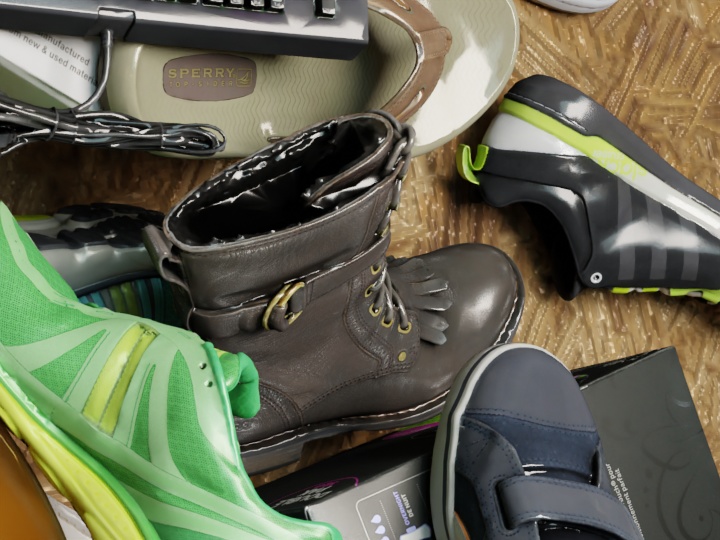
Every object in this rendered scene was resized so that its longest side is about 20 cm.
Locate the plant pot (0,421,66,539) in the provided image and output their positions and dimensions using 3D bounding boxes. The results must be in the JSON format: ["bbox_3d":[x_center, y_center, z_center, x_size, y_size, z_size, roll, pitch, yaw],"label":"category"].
[{"bbox_3d":[-0.218,0.121,0.646,0.201,0.183,0.201,50,15,-19],"label":"plant pot"}]

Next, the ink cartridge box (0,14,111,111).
[{"bbox_3d":[-0.139,-0.166,0.780,0.084,0.144,0.202,31,71,-49],"label":"ink cartridge box"}]

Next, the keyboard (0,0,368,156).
[{"bbox_3d":[-0.087,-0.097,0.701,0.198,0.021,0.128,2,85,-26],"label":"keyboard"}]

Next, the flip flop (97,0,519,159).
[{"bbox_3d":[-0.009,-0.080,0.776,0.199,0.057,0.082,-7,97,-40],"label":"flip flop"}]

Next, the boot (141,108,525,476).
[{"bbox_3d":[0.000,0.000,0.801,0.199,0.175,0.069,-26,62,-26],"label":"boot"}]

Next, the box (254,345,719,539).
[{"bbox_3d":[0.039,0.127,0.839,0.199,0.148,0.125,-20,90,-33],"label":"box"}]

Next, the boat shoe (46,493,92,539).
[{"bbox_3d":[-0.157,0.103,0.774,0.199,0.069,0.071,28,64,-23],"label":"boat shoe"}]

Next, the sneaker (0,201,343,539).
[{"bbox_3d":[-0.080,0.048,0.718,0.083,0.074,0.200,-38,78,-6],"label":"sneaker"}]

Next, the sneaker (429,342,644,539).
[{"bbox_3d":[0.074,0.122,0.728,0.078,0.079,0.202,8,74,-29],"label":"sneaker"}]

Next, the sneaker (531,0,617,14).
[{"bbox_3d":[0.080,-0.211,0.972,0.200,0.108,0.070,42,61,-16],"label":"sneaker"}]

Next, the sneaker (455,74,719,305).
[{"bbox_3d":[0.128,-0.015,0.992,0.199,0.072,0.083,36,86,-18],"label":"sneaker"}]

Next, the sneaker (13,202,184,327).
[{"bbox_3d":[-0.116,0.017,0.832,0.199,0.077,0.080,-6,109,-36],"label":"sneaker"}]
